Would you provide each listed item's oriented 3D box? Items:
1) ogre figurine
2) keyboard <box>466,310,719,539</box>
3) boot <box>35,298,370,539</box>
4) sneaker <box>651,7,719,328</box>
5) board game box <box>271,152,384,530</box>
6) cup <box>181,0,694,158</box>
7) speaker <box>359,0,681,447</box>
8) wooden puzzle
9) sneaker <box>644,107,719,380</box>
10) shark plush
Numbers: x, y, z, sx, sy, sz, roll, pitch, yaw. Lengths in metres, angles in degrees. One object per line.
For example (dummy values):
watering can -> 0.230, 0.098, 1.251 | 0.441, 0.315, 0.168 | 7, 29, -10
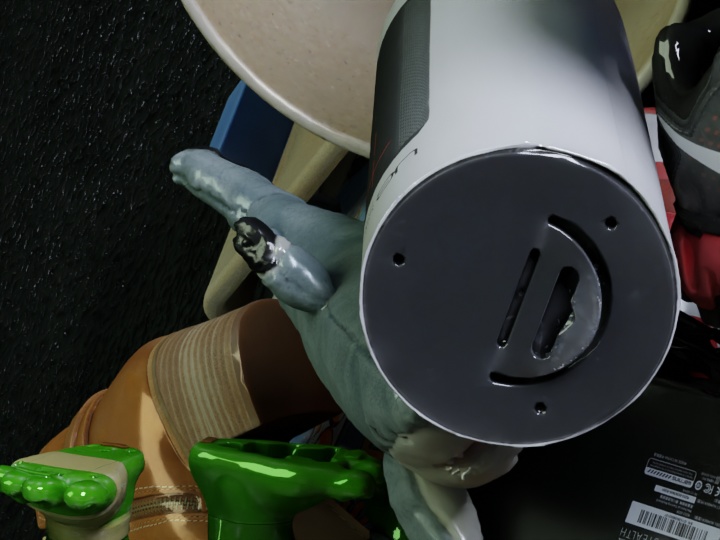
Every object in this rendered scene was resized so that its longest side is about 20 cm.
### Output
ogre figurine -> -0.060, 0.116, 0.883 | 0.098, 0.199, 0.121 | 13, 103, 48
keyboard -> 0.102, 0.063, 0.775 | 0.200, 0.040, 0.105 | 15, 83, 50
boot -> -0.060, 0.123, 1.016 | 0.155, 0.076, 0.201 | -32, 69, 46
sneaker -> 0.138, -0.035, 0.691 | 0.200, 0.071, 0.098 | 4, 115, 59
board game box -> 0.007, 0.011, 1.085 | 0.201, 0.034, 0.135 | -65, 21, 11
cup -> 0.042, -0.156, 0.977 | 0.200, 0.200, 0.143 | -53, 0, 36
speaker -> 0.042, -0.027, 0.761 | 0.081, 0.081, 0.200 | -61, 9, 20
wooden puzzle -> -0.016, -0.098, 1.147 | 0.200, 0.046, 0.186 | 124, 167, -52
sneaker -> 0.047, 0.037, 0.906 | 0.200, 0.078, 0.116 | -44, 31, 50
shark plush -> 0.000, 0.000, 0.826 | 0.091, 0.083, 0.200 | -50, 41, 18
